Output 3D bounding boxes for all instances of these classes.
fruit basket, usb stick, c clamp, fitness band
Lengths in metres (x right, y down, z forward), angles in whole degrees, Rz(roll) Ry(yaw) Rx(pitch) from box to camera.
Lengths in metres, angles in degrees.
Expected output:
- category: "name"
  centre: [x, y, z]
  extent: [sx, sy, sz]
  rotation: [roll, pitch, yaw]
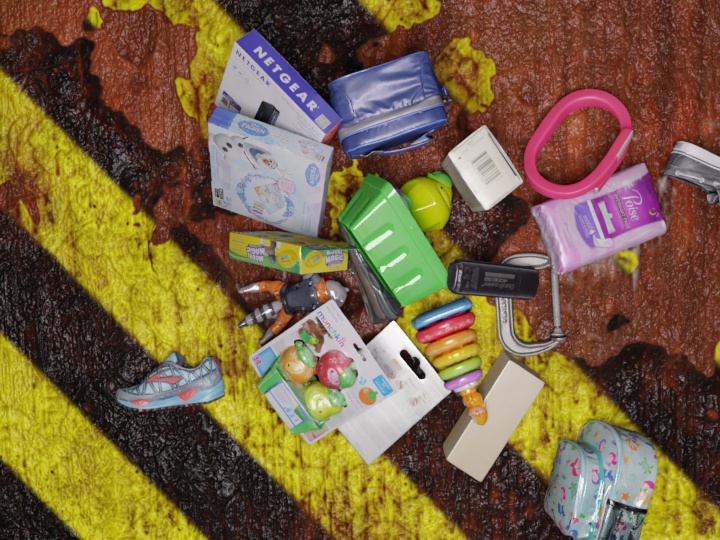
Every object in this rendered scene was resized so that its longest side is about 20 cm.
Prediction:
- category: "fruit basket"
  centre: [0.087, -0.078, 1.126]
  extent: [0.209, 0.155, 0.223]
  rotation: [-4, 105, -15]
- category: "usb stick"
  centre: [0.216, 0.016, 1.117]
  extent: [0.196, 0.032, 0.057]
  rotation: [5, 96, -37]
- category: "fruit basket"
  centre: [-0.067, 0.174, 1.135]
  extent: [0.198, 0.094, 0.187]
  rotation: [-32, 98, 29]
- category: "c clamp"
  centre: [0.311, 0.047, 1.191]
  extent: [0.165, 0.027, 0.207]
  rotation: [1, 95, 4]
- category: "fitness band"
  centre: [0.351, -0.203, 1.124]
  extent: [0.142, 0.037, 0.202]
  rotation: [33, 81, 31]

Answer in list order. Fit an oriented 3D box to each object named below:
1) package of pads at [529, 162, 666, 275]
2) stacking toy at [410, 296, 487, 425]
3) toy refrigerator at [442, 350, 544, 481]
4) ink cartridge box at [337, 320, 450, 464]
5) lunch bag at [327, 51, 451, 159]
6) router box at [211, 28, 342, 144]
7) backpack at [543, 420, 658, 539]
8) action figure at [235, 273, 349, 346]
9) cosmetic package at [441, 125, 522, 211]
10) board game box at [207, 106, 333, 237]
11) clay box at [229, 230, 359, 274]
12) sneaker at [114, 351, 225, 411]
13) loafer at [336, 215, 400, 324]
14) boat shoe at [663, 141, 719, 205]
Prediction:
- category: "package of pads"
  centre: [0.388, -0.082, 1.140]
  extent: [0.195, 0.076, 0.124]
  rotation: [-21, 90, -1]
- category: "stacking toy"
  centre: [0.164, 0.158, 1.151]
  extent: [0.107, 0.116, 0.205]
  rotation: [-20, 81, 6]
- category: "toy refrigerator"
  centre: [0.226, 0.248, 1.196]
  extent: [0.075, 0.070, 0.203]
  rotation: [30, 98, -4]
- category: "ink cartridge box"
  centre: [0.035, 0.212, 1.219]
  extent: [0.199, 0.057, 0.163]
  rotation: [-42, 90, 3]
- category: "lunch bag"
  centre: [0.053, -0.258, 1.131]
  extent: [0.194, 0.136, 0.136]
  rotation: [-16, 94, 4]
- category: "router box"
  centre: [-0.142, -0.253, 1.132]
  extent: [0.200, 0.180, 0.049]
  rotation: [45, 56, 1]
- category: "backpack"
  centre: [0.394, 0.351, 1.137]
  extent: [0.147, 0.178, 0.205]
  rotation: [20, 92, -3]
- category: "action figure"
  centre: [-0.104, 0.077, 1.192]
  extent: [0.189, 0.104, 0.206]
  rotation: [-19, 90, 16]
- category: "cosmetic package"
  centre: [0.186, -0.155, 1.097]
  extent: [0.070, 0.200, 0.106]
  rotation: [-35, 93, 6]
- category: "board game box"
  centre: [-0.148, -0.151, 1.136]
  extent: [0.194, 0.202, 0.044]
  rotation: [20, 56, 3]
- category: "clay box"
  centre: [-0.108, -0.030, 1.122]
  extent: [0.196, 0.113, 0.049]
  rotation: [13, 102, 40]
- category: "sneaker"
  centre: [-0.339, 0.195, 1.241]
  extent: [0.193, 0.079, 0.099]
  rotation: [-6, 85, -3]
- category: "loafer"
  centre: [0.000, 0.000, 1.193]
  extent: [0.062, 0.072, 0.204]
  rotation: [-24, 96, 27]
- category: "boat shoe"
  centre: [0.591, -0.137, 1.130]
  extent: [0.196, 0.072, 0.069]
  rotation: [27, 95, 4]
